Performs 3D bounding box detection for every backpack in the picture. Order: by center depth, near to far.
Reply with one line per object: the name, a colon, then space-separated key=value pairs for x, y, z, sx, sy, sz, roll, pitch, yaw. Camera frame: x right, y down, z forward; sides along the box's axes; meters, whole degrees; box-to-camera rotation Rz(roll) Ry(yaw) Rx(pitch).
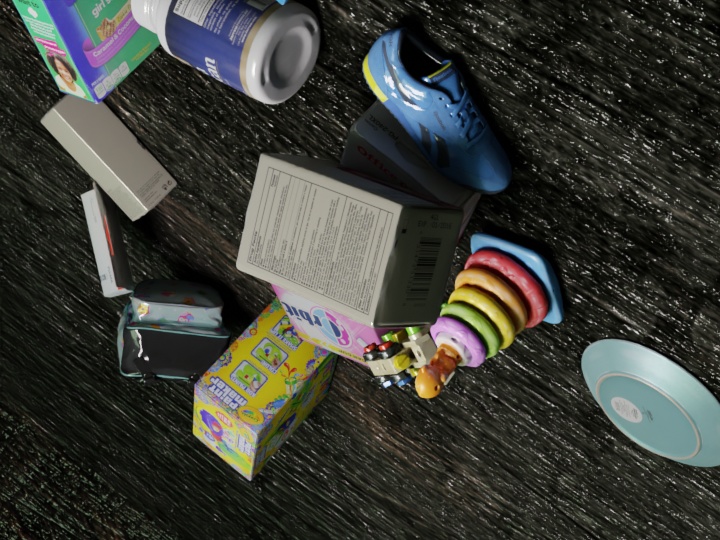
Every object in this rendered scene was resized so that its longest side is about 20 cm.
backpack: x=-0.293 y=0.093 z=2.242 sx=0.175 sy=0.154 sz=0.200 roll=3 pitch=-175 yaw=-12

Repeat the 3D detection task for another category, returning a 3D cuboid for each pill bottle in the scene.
pill bottle: x=-0.150 y=-0.267 z=1.555 sx=0.199 sy=0.111 sz=0.111 roll=29 pitch=152 yaw=27

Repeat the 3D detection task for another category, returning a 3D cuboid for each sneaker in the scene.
sneaker: x=0.086 y=-0.158 z=1.433 sx=0.200 sy=0.066 sz=0.078 roll=47 pitch=151 yaw=-8

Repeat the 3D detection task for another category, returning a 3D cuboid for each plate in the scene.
plate: x=0.328 y=0.157 z=1.619 sx=0.200 sy=0.026 sz=0.201 roll=33 pitch=154 yaw=19

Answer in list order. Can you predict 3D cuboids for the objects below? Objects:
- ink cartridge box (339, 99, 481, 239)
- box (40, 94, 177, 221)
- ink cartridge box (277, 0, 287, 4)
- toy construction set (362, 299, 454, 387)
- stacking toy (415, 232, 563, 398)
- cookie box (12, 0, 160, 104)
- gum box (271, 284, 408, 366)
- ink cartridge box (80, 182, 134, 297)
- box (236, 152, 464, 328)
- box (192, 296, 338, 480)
ink cartridge box: x=0.051 y=-0.088 z=1.571 sx=0.145 sy=0.083 sz=0.200 roll=39 pitch=154 yaw=9
box: x=-0.362 y=-0.170 z=2.067 sx=0.200 sy=0.068 sz=0.082 roll=49 pitch=154 yaw=-12
ink cartridge box: x=-0.076 y=-0.355 z=1.357 sx=0.116 sy=0.067 sz=0.200 roll=42 pitch=155 yaw=1
toy construction set: x=0.080 y=0.096 z=1.786 sx=0.092 sy=0.131 sz=0.200 roll=57 pitch=162 yaw=10
stacking toy: x=0.121 y=0.065 z=1.569 sx=0.109 sy=0.200 sz=0.116 roll=20 pitch=147 yaw=39
cookie box: x=-0.304 y=-0.323 z=1.624 sx=0.075 sy=0.171 sz=0.201 roll=19 pitch=146 yaw=36
gum box: x=-0.023 y=0.055 z=1.923 sx=0.199 sy=0.066 sz=0.114 roll=19 pitch=145 yaw=41
ink cartridge box: x=-0.390 y=-0.043 z=2.172 sx=0.200 sy=0.047 sz=0.161 roll=124 pitch=133 yaw=-87
box: x=-0.012 y=-0.032 z=1.467 sx=0.199 sy=0.109 sz=0.129 roll=23 pitch=104 yaw=38
box: x=-0.143 y=0.178 z=2.144 sx=0.122 sy=0.193 sz=0.200 roll=37 pitch=154 yaw=11
